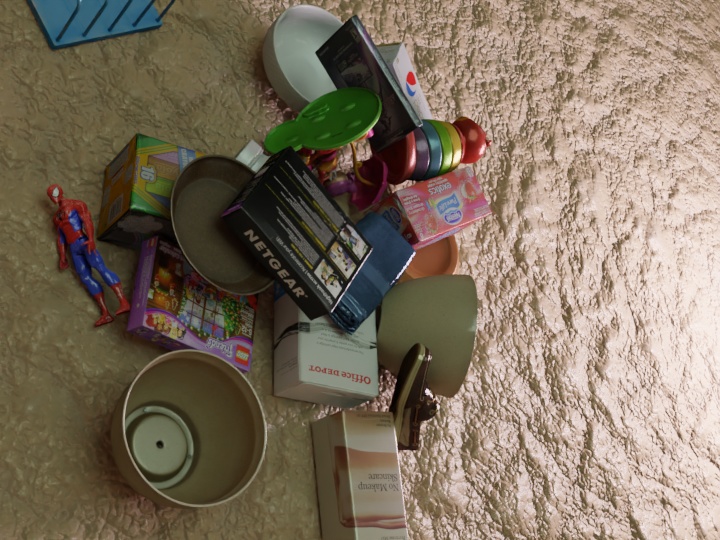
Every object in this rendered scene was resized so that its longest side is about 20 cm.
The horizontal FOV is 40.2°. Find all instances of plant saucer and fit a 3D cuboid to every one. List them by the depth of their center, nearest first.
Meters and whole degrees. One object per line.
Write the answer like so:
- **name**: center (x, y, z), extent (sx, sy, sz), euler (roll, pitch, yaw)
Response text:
- **plant saucer**: center (-0.186, -0.059, 1.349), extent (0.200, 0.037, 0.202), euler (21, 59, -39)
- **plant saucer**: center (0.101, -0.043, 1.730), extent (0.199, 0.037, 0.201), euler (16, 60, -31)

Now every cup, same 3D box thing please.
- **cup**: center (0.091, 0.094, 1.578), extent (0.142, 0.200, 0.201), euler (10, 62, -8)

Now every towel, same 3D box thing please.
- **towel**: center (0.000, 0.000, 1.515), extent (0.112, 0.048, 0.200), euler (48, 47, -7)

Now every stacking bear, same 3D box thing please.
- **stacking bear**: center (0.133, -0.216, 1.708), extent (0.199, 0.121, 0.114), euler (-12, 93, -30)

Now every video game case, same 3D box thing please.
- **video game case**: center (0.011, -0.298, 1.598), extent (0.019, 0.143, 0.201), euler (-33, 95, -28)

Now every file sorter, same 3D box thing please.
- **file sorter**: center (-0.387, -0.439, 1.476), extent (0.200, 0.123, 0.139), euler (-26, 87, -42)

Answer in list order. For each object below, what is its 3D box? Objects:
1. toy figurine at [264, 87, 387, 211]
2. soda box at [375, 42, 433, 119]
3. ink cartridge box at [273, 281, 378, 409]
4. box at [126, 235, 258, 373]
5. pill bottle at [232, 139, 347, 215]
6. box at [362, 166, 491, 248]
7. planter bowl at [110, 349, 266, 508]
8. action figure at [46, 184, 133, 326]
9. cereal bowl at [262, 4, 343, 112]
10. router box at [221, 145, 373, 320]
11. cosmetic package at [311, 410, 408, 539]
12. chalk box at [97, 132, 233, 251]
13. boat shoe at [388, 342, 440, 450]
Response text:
- **toy figurine**: center (-0.034, -0.173, 1.617), extent (0.151, 0.199, 0.185), euler (-108, 175, -48)
- **soda box**: center (0.069, -0.304, 1.742), extent (0.200, 0.068, 0.064), euler (62, 39, -42)
- **ink cartridge box**: center (-0.054, 0.100, 1.512), extent (0.144, 0.084, 0.201), euler (15, 60, -32)
- **box**: center (-0.232, 0.053, 1.396), extent (0.200, 0.039, 0.138), euler (30, 54, -42)
- **pill bottle**: center (-0.123, -0.106, 1.533), extent (0.200, 0.112, 0.112), euler (42, 51, -12)
- **box**: center (0.115, -0.098, 1.674), extent (0.199, 0.100, 0.096), euler (-22, 84, -42)
- **planter bowl**: center (-0.241, 0.217, 1.283), extent (0.199, 0.135, 0.201), euler (15, 62, -31)
- **action figure**: center (-0.377, -0.026, 1.335), extent (0.052, 0.065, 0.201), euler (-17, 81, -62)
- **cereal bowl**: center (-0.088, -0.348, 1.689), extent (0.199, 0.083, 0.201), euler (15, 63, -33)
- **router box**: center (-0.085, -0.053, 1.389), extent (0.200, 0.051, 0.149), euler (51, 46, -19)
- **cosmetic package**: center (-0.001, 0.315, 1.454), extent (0.103, 0.087, 0.201), euler (7, 66, -36)
- **chalk box**: center (-0.259, -0.094, 1.419), extent (0.199, 0.124, 0.125), euler (15, 61, -33)
- **boat shoe**: center (0.088, 0.199, 1.506), extent (0.072, 0.201, 0.072), euler (11, 29, -4)
